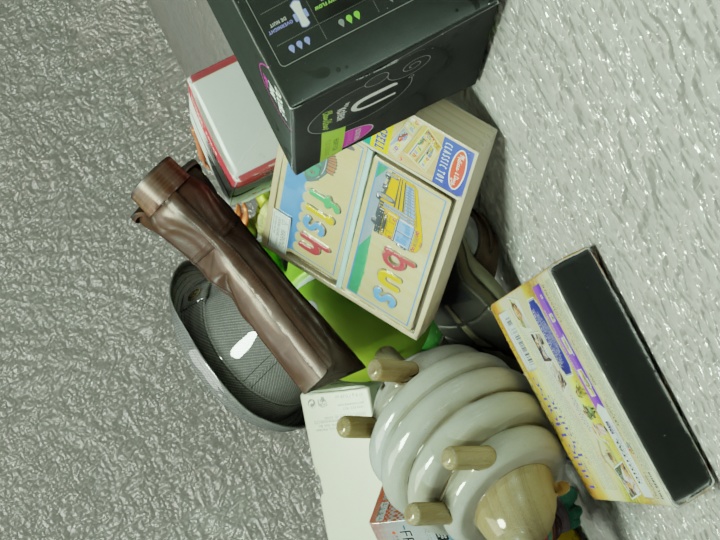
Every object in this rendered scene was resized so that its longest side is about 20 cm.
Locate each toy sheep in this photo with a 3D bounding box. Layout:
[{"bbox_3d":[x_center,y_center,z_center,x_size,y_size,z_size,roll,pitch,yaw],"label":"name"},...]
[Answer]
[{"bbox_3d":[0.064,0.113,1.045,0.200,0.137,0.138,53,169,38],"label":"toy sheep"}]

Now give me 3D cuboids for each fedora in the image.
[{"bbox_3d":[-0.074,0.042,1.319,0.177,0.090,0.200,45,-158,-11],"label":"fedora"}]

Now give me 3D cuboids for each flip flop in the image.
[{"bbox_3d":[0.067,-0.009,1.057,0.081,0.058,0.200,-6,132,46],"label":"flip flop"}]

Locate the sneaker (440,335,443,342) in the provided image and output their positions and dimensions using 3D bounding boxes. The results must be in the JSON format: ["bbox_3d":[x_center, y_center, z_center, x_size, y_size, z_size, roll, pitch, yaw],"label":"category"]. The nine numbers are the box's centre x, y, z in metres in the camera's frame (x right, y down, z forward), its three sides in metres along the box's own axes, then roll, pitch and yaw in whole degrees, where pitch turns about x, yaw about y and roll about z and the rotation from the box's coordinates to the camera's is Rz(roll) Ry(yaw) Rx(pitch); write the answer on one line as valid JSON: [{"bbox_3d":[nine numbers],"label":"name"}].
[{"bbox_3d":[0.035,0.073,1.339,0.116,0.074,0.201,81,-170,-53],"label":"sneaker"}]

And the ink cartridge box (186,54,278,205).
[{"bbox_3d":[-0.048,-0.121,1.133,0.083,0.146,0.200,64,173,-1],"label":"ink cartridge box"}]

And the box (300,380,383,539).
[{"bbox_3d":[0.013,0.186,1.269,0.082,0.068,0.201,-16,-83,-63],"label":"box"}]

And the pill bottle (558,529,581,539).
[{"bbox_3d":[0.139,0.255,1.303,0.201,0.112,0.113,62,174,17],"label":"pill bottle"}]

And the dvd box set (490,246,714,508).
[{"bbox_3d":[0.137,0.068,0.915,0.147,0.029,0.200,62,173,5],"label":"dvd box set"}]

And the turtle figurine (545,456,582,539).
[{"bbox_3d":[0.131,0.177,1.122,0.200,0.100,0.151,-76,-27,-83],"label":"turtle figurine"}]

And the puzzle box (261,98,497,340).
[{"bbox_3d":[0.006,-0.050,0.990,0.133,0.025,0.201,31,144,13],"label":"puzzle box"}]

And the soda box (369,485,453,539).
[{"bbox_3d":[0.070,0.154,1.233,0.064,0.068,0.200,66,-153,-28],"label":"soda box"}]

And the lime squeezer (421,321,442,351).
[{"bbox_3d":[0.066,0.052,1.262,0.071,0.038,0.200,-60,41,29],"label":"lime squeezer"}]

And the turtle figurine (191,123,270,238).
[{"bbox_3d":[-0.059,-0.066,1.380,0.201,0.161,0.064,67,174,-28],"label":"turtle figurine"}]

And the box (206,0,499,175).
[{"bbox_3d":[-0.029,-0.179,0.836,0.201,0.124,0.149,62,175,7],"label":"box"}]

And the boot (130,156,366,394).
[{"bbox_3d":[-0.079,0.009,1.124,0.200,0.064,0.186,45,-178,0],"label":"boot"}]

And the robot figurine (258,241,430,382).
[{"bbox_3d":[0.000,0.000,1.210,0.116,0.174,0.201,58,-153,-46],"label":"robot figurine"}]
